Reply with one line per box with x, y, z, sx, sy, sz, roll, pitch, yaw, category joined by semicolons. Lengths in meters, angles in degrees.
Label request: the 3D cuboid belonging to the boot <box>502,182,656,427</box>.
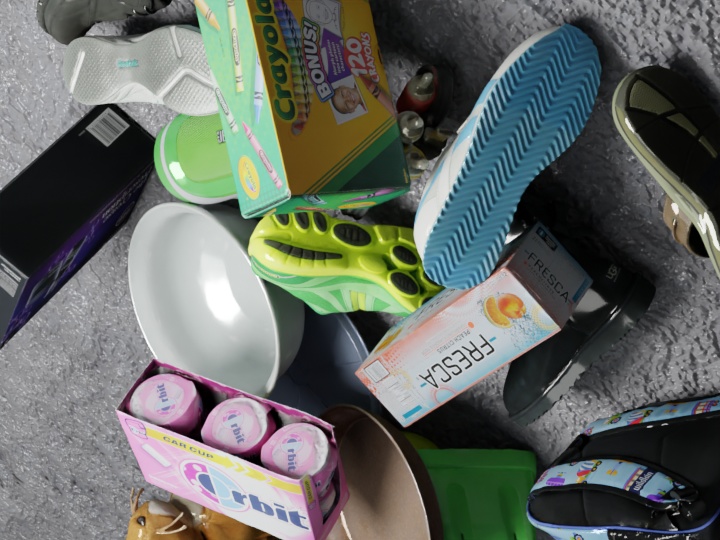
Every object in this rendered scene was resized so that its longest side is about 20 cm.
0.124;0.020;1.128;0.162;0.073;0.199;37;134;0;boot

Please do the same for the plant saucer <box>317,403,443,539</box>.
0.015;0.215;1.263;0.200;0.034;0.202;23;119;52;plant saucer

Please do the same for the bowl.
-0.115;0.021;1.282;0.200;0.090;0.203;22;124;37;bowl

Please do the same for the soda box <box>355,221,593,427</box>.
0.083;0.045;1.082;0.064;0.068;0.200;47;136;-5;soda box

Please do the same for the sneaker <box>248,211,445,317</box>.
0.000;0.000;1.181;0.198;0.075;0.084;18;156;-14;sneaker

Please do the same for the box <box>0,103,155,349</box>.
-0.284;-0.042;1.293;0.079;0.200;0.141;40;142;-2;box

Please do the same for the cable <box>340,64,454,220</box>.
0.020;-0.102;1.099;0.050;0.098;0.200;13;165;-22;cable

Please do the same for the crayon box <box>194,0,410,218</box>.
-0.044;-0.143;1.000;0.058;0.118;0.202;-20;80;46;crayon box

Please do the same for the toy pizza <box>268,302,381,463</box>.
-0.050;0.093;1.344;0.199;0.032;0.202;22;124;37;toy pizza

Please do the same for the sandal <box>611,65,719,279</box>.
0.239;-0.053;0.975;0.202;0.080;0.057;55;157;-8;sandal

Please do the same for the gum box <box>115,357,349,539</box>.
-0.106;0.164;1.242;0.198;0.066;0.114;18;144;22;gum box

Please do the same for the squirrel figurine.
-0.148;0.255;1.388;0.141;0.186;0.201;31;147;29;squirrel figurine

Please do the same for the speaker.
-0.083;-0.109;1.161;0.199;0.089;0.089;-11;120;44;speaker

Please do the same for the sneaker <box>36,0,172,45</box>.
-0.200;-0.234;1.150;0.091;0.076;0.200;38;144;-10;sneaker

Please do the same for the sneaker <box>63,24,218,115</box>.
-0.155;-0.170;1.166;0.199;0.080;0.071;10;106;37;sneaker

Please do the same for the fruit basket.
0.067;0.226;1.342;0.154;0.217;0.216;4;144;-18;fruit basket

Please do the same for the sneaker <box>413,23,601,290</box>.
0.096;-0.089;1.005;0.076;0.081;0.201;27;104;-19;sneaker

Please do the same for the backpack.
0.240;0.186;1.107;0.199;0.182;0.135;-10;114;47;backpack
